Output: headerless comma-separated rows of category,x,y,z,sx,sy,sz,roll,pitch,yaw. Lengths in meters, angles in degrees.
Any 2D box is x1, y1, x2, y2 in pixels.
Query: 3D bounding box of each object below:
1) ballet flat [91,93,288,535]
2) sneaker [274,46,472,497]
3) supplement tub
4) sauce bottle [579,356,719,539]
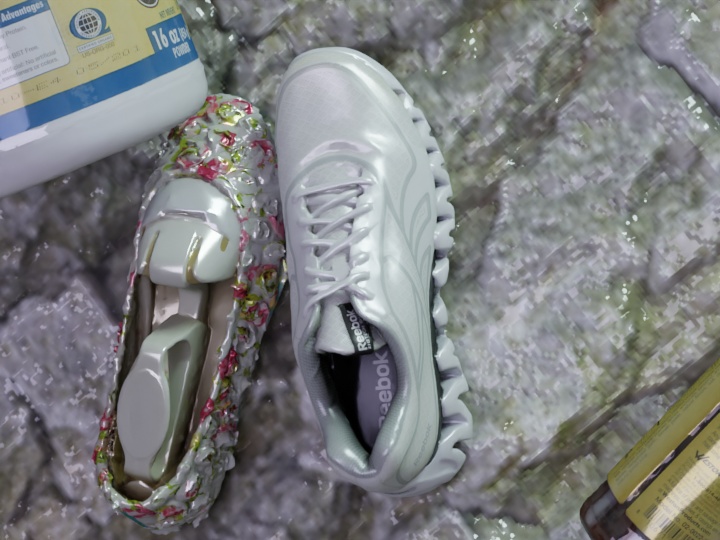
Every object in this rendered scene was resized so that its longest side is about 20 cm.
ballet flat,-0.076,0.021,1.298,0.076,0.064,0.200,9,94,19
sneaker,0.000,0.000,1.264,0.075,0.081,0.200,-13,86,20
supplement tub,-0.164,-0.138,1.264,0.145,0.145,0.200,-19,98,18
sauce bottle,0.179,0.051,1.213,0.065,0.065,0.200,47,105,12
